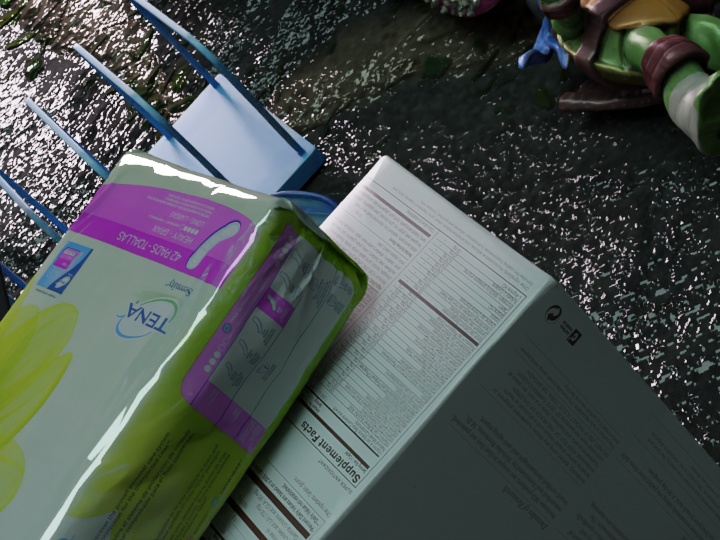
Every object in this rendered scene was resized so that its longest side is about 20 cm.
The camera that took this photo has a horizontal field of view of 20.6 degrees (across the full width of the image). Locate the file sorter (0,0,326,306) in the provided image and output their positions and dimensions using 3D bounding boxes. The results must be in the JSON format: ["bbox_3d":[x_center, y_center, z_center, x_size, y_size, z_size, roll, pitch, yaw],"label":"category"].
[{"bbox_3d":[-0.153,-0.054,1.233,0.200,0.123,0.139,-48,39,-2],"label":"file sorter"}]

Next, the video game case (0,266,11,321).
[{"bbox_3d":[-0.244,0.025,1.176,0.025,0.202,0.180,-14,3,-26],"label":"video game case"}]

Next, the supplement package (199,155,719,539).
[{"bbox_3d":[0.029,0.100,0.886,0.200,0.191,0.147,-47,38,-3],"label":"supplement package"}]

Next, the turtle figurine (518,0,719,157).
[{"bbox_3d":[0.164,-0.156,1.016,0.201,0.143,0.194,-52,46,11],"label":"turtle figurine"}]

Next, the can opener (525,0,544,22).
[{"bbox_3d":[0.165,-0.227,1.147,0.200,0.066,0.053,-42,38,13],"label":"can opener"}]

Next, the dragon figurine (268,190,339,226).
[{"bbox_3d":[-0.033,-0.002,1.058,0.198,0.059,0.100,12,61,22],"label":"dragon figurine"}]

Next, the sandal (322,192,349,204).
[{"bbox_3d":[0.001,-0.001,1.108,0.076,0.048,0.200,-50,41,-5],"label":"sandal"}]

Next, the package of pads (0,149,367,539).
[{"bbox_3d":[-0.101,0.052,0.842,0.201,0.068,0.154,-55,35,-11],"label":"package of pads"}]

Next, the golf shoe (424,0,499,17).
[{"bbox_3d":[0.051,-0.212,1.213,0.091,0.076,0.200,-40,29,-8],"label":"golf shoe"}]
